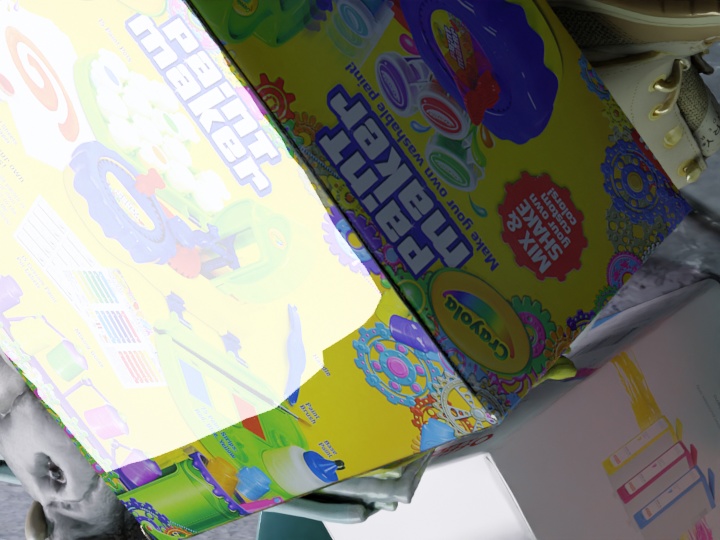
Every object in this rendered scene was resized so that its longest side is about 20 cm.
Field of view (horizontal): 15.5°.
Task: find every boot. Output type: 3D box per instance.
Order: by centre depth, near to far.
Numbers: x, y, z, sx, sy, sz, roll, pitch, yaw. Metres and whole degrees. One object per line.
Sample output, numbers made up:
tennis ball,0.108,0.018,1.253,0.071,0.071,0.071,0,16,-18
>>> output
boot,0.105,-0.082,0.907,0.200,0.073,0.155,-4,156,29

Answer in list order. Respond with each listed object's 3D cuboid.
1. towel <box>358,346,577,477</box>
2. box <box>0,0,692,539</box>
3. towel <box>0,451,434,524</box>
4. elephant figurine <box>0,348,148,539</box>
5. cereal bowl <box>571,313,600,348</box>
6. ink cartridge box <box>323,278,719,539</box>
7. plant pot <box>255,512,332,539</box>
towel,-0.002,0.058,0.944,0.086,0.018,0.200,-32,-174,-25
box,-0.039,-0.039,0.855,0.193,0.122,0.200,-24,105,50
towel,-0.058,0.050,1.144,0.200,0.048,0.171,8,-159,13
elephant figurine,-0.107,0.032,0.976,0.200,0.141,0.155,24,151,50
cereal bowl,0.000,0.000,1.054,0.200,0.083,0.200,15,172,2
ink cartridge box,0.090,0.113,1.189,0.200,0.125,0.128,-33,-174,-39
plant pot,0.059,0.157,1.356,0.161,0.201,0.201,4,160,-28
